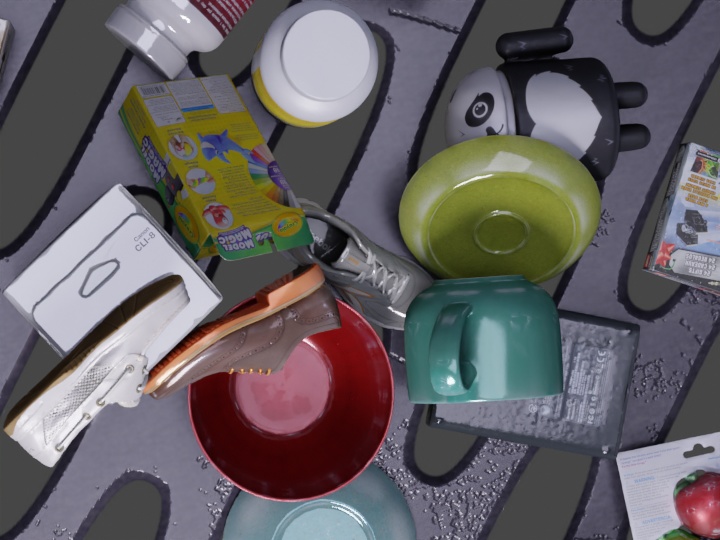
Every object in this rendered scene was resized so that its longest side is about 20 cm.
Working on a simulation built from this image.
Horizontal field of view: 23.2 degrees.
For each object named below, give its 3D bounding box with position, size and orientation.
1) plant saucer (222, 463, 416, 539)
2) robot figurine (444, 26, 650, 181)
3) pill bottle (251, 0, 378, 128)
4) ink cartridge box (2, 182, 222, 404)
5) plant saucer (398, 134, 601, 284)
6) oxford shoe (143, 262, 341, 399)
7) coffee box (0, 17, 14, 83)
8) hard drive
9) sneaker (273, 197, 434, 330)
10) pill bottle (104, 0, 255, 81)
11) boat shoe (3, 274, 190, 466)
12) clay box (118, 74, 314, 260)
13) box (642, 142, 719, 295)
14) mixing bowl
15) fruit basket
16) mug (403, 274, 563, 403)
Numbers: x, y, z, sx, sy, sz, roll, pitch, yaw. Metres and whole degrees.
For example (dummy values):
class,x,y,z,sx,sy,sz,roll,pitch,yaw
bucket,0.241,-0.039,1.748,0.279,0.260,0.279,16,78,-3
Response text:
class,x,y,z,sx,sy,sz,roll,pitch,yaw
plant saucer,-0.039,0.280,1.747,0.199,0.039,0.203,0,91,-8
robot figurine,0.182,-0.144,1.720,0.198,0.125,0.151,-5,56,-8
pill bottle,-0.043,-0.194,1.651,0.111,0.200,0.113,0,92,-7
ink cartridge box,-0.230,0.018,1.631,0.145,0.200,0.145,-44,96,-4
plant saucer,0.136,-0.044,1.702,0.198,0.031,0.201,0,134,1
oxford shoe,-0.108,0.073,1.609,0.199,0.071,0.073,-31,100,-7
coffee box,-0.409,-0.152,1.661,0.113,0.080,0.202,15,89,-8
hard drive,0.174,0.105,1.774,0.198,0.033,0.141,11,90,-8
sneaker,0.000,0.000,1.717,0.199,0.092,0.076,30,87,-9
pill bottle,-0.150,-0.286,1.677,0.113,0.113,0.201,39,86,-7
boat shoe,-0.213,0.087,1.506,0.200,0.071,0.069,-42,103,2
clay box,-0.135,-0.089,1.655,0.114,0.048,0.201,-12,65,-38
box,0.404,-0.036,1.799,0.198,0.040,0.138,18,88,-8
mixing bowl,-0.072,0.116,1.702,0.198,0.108,0.203,0,92,-9
fruit basket,0.365,0.269,1.792,0.183,0.094,0.202,-11,78,-8
mug,0.119,0.063,1.656,0.150,0.185,0.116,-3,88,-11
